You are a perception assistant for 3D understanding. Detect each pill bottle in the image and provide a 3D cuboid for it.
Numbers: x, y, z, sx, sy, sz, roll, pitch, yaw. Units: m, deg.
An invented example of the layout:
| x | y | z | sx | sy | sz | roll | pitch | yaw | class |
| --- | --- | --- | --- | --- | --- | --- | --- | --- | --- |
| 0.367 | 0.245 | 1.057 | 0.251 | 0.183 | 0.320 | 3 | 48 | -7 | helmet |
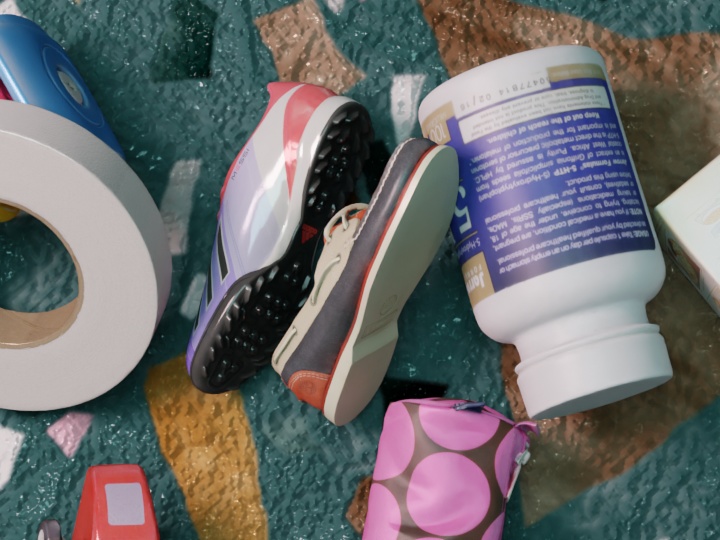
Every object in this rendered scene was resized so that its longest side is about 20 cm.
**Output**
| x | y | z | sx | sy | sz | roll | pitch | yaw | class |
| --- | --- | --- | --- | --- | --- | --- | --- | --- | --- |
| 0.115 | -0.020 | 1.297 | 0.119 | 0.120 | 0.202 | -16 | 79 | 1 | pill bottle |

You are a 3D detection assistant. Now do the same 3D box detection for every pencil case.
| x | y | z | sx | sy | sz | roll | pitch | yaw | class |
| --- | --- | --- | --- | --- | --- | --- | --- | --- | --- |
| 0.043 | 0.175 | 1.288 | 0.093 | 0.091 | 0.202 | 11 | 84 | 6 | pencil case |

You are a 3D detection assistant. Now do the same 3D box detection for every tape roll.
| x | y | z | sx | sy | sz | roll | pitch | yaw | class |
| --- | --- | --- | --- | --- | --- | --- | --- | --- | --- |
| -0.212 | -0.007 | 1.298 | 0.201 | 0.037 | 0.204 | 6 | 124 | 9 | tape roll |

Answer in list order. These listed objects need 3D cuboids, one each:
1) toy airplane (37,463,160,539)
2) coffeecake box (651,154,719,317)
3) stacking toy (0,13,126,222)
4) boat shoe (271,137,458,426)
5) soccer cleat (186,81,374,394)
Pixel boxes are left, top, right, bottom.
| x | y | z | sx | sy | sz | roll | pitch | yaw | class |
| --- | --- | --- | --- | --- | --- | --- | --- | --- | --- |
| -0.140 | 0.240 | 1.260 | 0.200 | 0.141 | 0.199 | -45 | 100 | -18 | toy airplane |
| 0.294 | -0.002 | 1.305 | 0.153 | 0.073 | 0.200 | -38 | 80 | -3 | coffeecake box |
| -0.255 | -0.058 | 1.352 | 0.199 | 0.116 | 0.110 | -35 | 77 | 12 | stacking toy |
| 0.000 | 0.000 | 1.289 | 0.062 | 0.071 | 0.201 | 38 | 127 | 24 | boat shoe |
| -0.063 | -0.021 | 1.347 | 0.073 | 0.068 | 0.201 | 25 | 90 | 35 | soccer cleat |
